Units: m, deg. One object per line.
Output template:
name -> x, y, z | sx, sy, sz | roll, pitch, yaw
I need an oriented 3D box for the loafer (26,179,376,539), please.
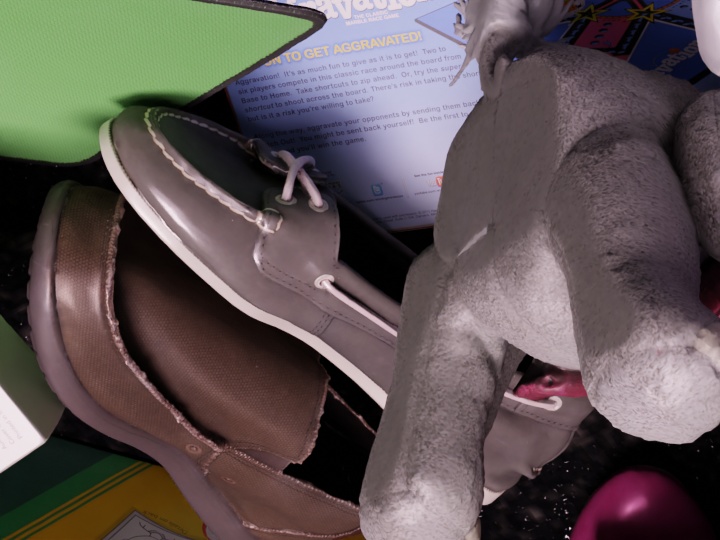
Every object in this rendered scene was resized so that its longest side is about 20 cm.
loafer -> -0.044, 0.031, 0.961 | 0.071, 0.073, 0.200 | -8, 148, 24

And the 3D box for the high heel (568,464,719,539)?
high heel -> 0.100, 0.171, 1.024 | 0.067, 0.096, 0.201 | 1, 122, 14

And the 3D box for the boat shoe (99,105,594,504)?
boat shoe -> 0.000, 0.000, 0.942 | 0.057, 0.067, 0.200 | -39, 118, 18

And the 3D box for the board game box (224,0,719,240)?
board game box -> 0.052, -0.067, 0.930 | 0.199, 0.019, 0.103 | -7, 122, 19

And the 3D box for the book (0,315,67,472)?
book -> -0.215, 0.049, 0.941 | 0.200, 0.048, 0.134 | -32, 105, 23

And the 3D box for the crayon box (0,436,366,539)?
crayon box -> -0.056, 0.137, 1.029 | 0.199, 0.119, 0.058 | 16, 125, 4

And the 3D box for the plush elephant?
plush elephant -> 0.101, 0.002, 0.868 | 0.154, 0.201, 0.165 | 18, 143, -26

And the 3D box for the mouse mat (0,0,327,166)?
mouse mat -> -0.121, -0.064, 0.882 | 0.160, 0.008, 0.200 | 7, 167, -27

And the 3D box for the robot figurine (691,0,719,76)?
robot figurine -> 0.120, -0.155, 0.785 | 0.169, 0.113, 0.201 | 3, 109, 40
